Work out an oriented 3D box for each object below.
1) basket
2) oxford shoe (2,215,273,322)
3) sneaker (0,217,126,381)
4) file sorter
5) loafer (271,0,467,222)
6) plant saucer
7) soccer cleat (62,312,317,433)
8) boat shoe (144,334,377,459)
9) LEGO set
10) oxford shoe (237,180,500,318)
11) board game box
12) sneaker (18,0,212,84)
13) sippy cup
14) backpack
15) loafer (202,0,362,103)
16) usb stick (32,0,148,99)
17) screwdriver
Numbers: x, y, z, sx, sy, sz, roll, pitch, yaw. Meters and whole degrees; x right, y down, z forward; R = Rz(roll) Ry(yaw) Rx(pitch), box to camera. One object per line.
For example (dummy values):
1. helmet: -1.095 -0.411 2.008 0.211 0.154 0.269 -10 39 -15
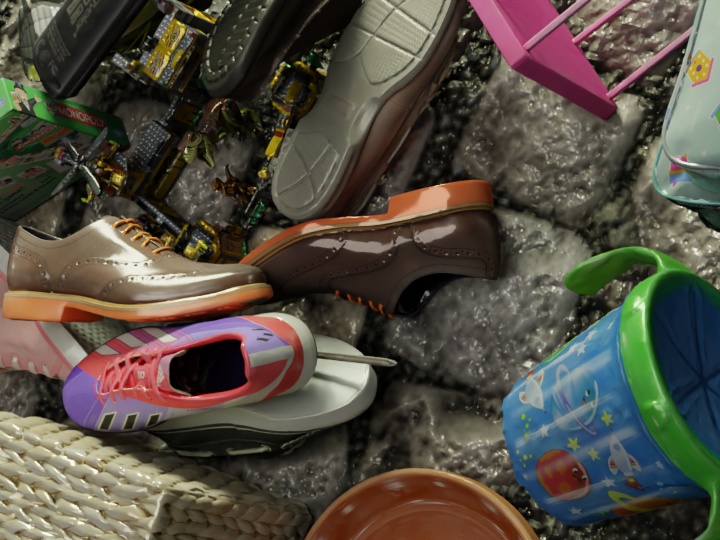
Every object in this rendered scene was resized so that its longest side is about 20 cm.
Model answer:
1. basket: -0.171 0.197 1.280 0.197 0.200 0.162 17 89 32
2. oxford shoe: -0.153 -0.002 1.304 0.199 0.071 0.073 0 87 19
3. sneaker: -0.242 0.056 1.422 0.200 0.075 0.105 43 106 33
4. file sorter: 0.123 -0.222 1.204 0.125 0.139 0.201 -38 64 19
5. loafer: 0.013 -0.117 1.304 0.072 0.063 0.201 39 99 36
6. plant saucer: 0.040 0.228 1.242 0.199 0.032 0.202 -5 80 31
7. soccer cleat: -0.126 0.067 1.260 0.199 0.073 0.069 -12 87 30
8. boat shoe: -0.065 0.091 1.313 0.199 0.064 0.071 -5 47 36
9. LEGO set: -0.120 -0.096 1.343 0.200 0.116 0.154 -51 61 15
10. oxford shoe: 0.000 0.000 1.284 0.199 0.071 0.073 -17 79 28
11. board game box: -0.288 -0.068 1.433 0.199 0.134 0.029 -30 68 24
12. sneaker: -0.181 -0.182 1.427 0.199 0.084 0.075 -15 80 49
13. sippy cup: 0.159 0.086 1.143 0.130 0.178 0.140 -29 112 35
14. backpack: 0.276 -0.096 1.085 0.199 0.153 0.177 16 85 25
15. loafer: -0.032 -0.182 1.292 0.073 0.071 0.201 -8 45 56
16. usb stick: -0.166 -0.194 1.324 0.200 0.032 0.056 -45 62 37
17. screwdriver: -0.053 0.055 1.276 0.199 0.029 0.028 8 54 35
